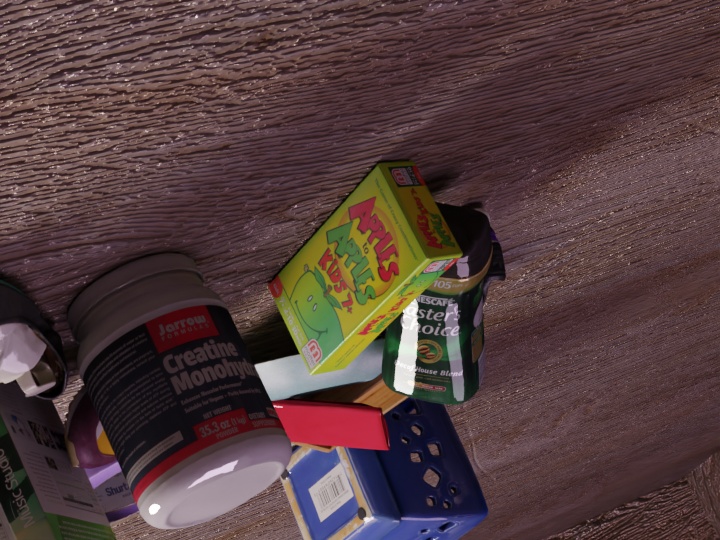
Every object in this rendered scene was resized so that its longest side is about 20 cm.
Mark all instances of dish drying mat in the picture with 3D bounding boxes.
[{"bbox_3d":[-0.068,0.163,1.658,0.197,0.018,0.077,3,140,13],"label":"dish drying mat"}]

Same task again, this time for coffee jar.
[{"bbox_3d":[0.073,0.029,1.468,0.086,0.103,0.202,-63,158,-49],"label":"coffee jar"}]

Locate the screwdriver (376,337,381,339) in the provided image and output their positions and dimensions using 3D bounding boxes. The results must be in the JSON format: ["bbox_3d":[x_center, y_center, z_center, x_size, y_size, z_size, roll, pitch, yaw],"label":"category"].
[{"bbox_3d":[0.025,0.071,1.725,0.199,0.028,0.029,-34,-161,-16],"label":"screwdriver"}]

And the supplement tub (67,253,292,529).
[{"bbox_3d":[-0.156,0.103,1.292,0.139,0.202,0.141,-25,161,-9],"label":"supplement tub"}]

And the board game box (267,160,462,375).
[{"bbox_3d":[0.000,0.000,1.398,0.047,0.102,0.200,-7,152,-43],"label":"board game box"}]

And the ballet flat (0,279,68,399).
[{"bbox_3d":[-0.278,0.060,1.221,0.067,0.069,0.200,-28,160,2],"label":"ballet flat"}]

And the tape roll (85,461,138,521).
[{"bbox_3d":[-0.247,0.198,1.611,0.198,0.066,0.201,-24,160,-10],"label":"tape roll"}]

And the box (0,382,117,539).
[{"bbox_3d":[-0.277,0.175,1.309,0.036,0.201,0.144,-32,160,4],"label":"box"}]

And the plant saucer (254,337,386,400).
[{"bbox_3d":[-0.044,0.107,1.597,0.198,0.039,0.201,-12,175,-1],"label":"plant saucer"}]

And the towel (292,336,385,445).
[{"bbox_3d":[-0.028,0.145,1.800,0.198,0.049,0.172,-23,160,-16],"label":"towel"}]

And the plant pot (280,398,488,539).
[{"bbox_3d":[0.017,0.282,1.988,0.178,0.202,0.200,0,147,-42],"label":"plant pot"}]

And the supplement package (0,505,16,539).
[{"bbox_3d":[-0.347,0.238,1.370,0.150,0.202,0.152,-31,161,9],"label":"supplement package"}]

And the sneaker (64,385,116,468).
[{"bbox_3d":[-0.187,0.120,1.391,0.089,0.076,0.200,3,-155,29],"label":"sneaker"}]

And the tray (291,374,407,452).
[{"bbox_3d":[0.013,0.133,1.720,0.199,0.037,0.098,-37,155,13],"label":"tray"}]

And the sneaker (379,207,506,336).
[{"bbox_3d":[0.076,0.030,1.573,0.069,0.100,0.200,-3,148,-47],"label":"sneaker"}]
